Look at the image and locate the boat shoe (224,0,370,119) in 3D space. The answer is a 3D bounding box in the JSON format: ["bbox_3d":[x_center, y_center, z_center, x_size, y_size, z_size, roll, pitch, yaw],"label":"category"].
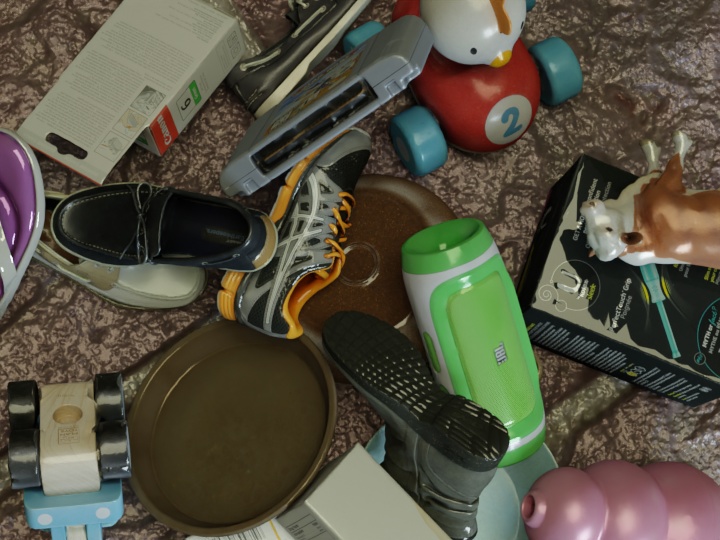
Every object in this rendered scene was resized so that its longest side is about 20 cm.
[{"bbox_3d":[-0.047,-0.229,1.466,0.063,0.073,0.201,40,81,-1],"label":"boat shoe"}]

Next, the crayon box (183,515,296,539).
[{"bbox_3d":[-0.054,0.293,1.372,0.125,0.052,0.202,-26,83,-12],"label":"crayon box"}]

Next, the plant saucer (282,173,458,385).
[{"bbox_3d":[0.000,0.000,1.409,0.197,0.037,0.203,-5,68,12],"label":"plant saucer"}]

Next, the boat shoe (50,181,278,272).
[{"bbox_3d":[-0.168,-0.038,1.331,0.197,0.062,0.076,7,81,12],"label":"boat shoe"}]

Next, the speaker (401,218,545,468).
[{"bbox_3d":[0.097,0.063,1.345,0.088,0.088,0.202,-22,109,-11],"label":"speaker"}]

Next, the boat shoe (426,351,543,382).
[{"bbox_3d":[0.076,0.054,1.428,0.198,0.066,0.075,21,77,-2],"label":"boat shoe"}]

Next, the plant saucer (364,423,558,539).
[{"bbox_3d":[0.084,0.215,1.413,0.198,0.039,0.204,1,78,-7],"label":"plant saucer"}]

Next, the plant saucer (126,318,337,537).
[{"bbox_3d":[-0.109,0.135,1.365,0.197,0.030,0.202,-10,59,17],"label":"plant saucer"}]

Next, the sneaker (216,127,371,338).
[{"bbox_3d":[-0.041,-0.030,1.373,0.077,0.078,0.201,30,88,22],"label":"sneaker"}]

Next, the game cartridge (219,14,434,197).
[{"bbox_3d":[-0.028,-0.143,1.362,0.199,0.134,0.042,-33,109,21],"label":"game cartridge"}]

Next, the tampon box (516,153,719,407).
[{"bbox_3d":[0.251,0.013,1.430,0.198,0.126,0.151,22,76,-2],"label":"tampon box"}]

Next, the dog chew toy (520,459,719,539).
[{"bbox_3d":[0.225,0.219,1.369,0.198,0.124,0.126,14,76,-25],"label":"dog chew toy"}]

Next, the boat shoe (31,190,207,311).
[{"bbox_3d":[-0.230,-0.018,1.400,0.198,0.068,0.076,18,77,-4],"label":"boat shoe"}]

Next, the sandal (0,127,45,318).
[{"bbox_3d":[-0.319,-0.019,1.349,0.082,0.050,0.205,22,109,14],"label":"sandal"}]

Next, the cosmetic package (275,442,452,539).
[{"bbox_3d":[0.031,0.246,1.319,0.200,0.104,0.073,47,66,-1],"label":"cosmetic package"}]

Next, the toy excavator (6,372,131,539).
[{"bbox_3d":[-0.237,0.215,1.343,0.098,0.202,0.195,-6,35,-8],"label":"toy excavator"}]

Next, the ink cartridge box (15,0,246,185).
[{"bbox_3d":[-0.203,-0.160,1.415,0.108,0.051,0.201,28,69,22],"label":"ink cartridge box"}]

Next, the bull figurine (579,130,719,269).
[{"bbox_3d":[0.281,-0.051,1.348,0.197,0.065,0.123,12,74,-5],"label":"bull figurine"}]

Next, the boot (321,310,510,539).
[{"bbox_3d":[0.030,0.137,1.343,0.200,0.131,0.067,40,46,20],"label":"boot"}]

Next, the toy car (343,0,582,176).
[{"bbox_3d":[0.104,-0.206,1.416,0.183,0.200,0.178,-27,83,-12],"label":"toy car"}]
